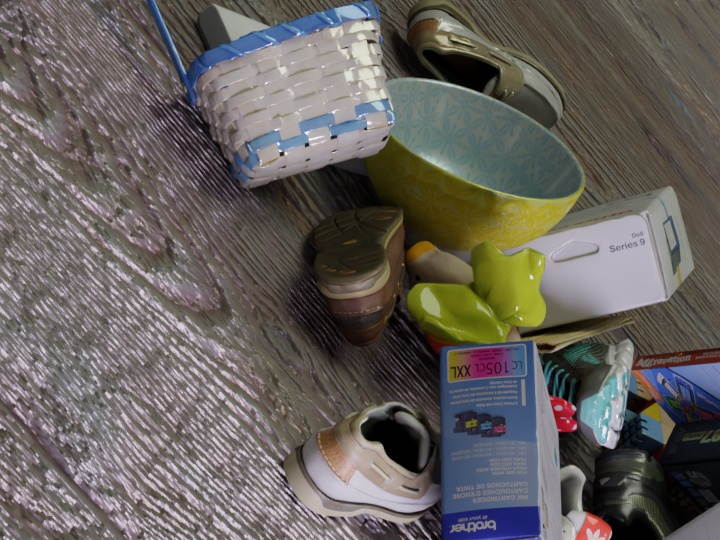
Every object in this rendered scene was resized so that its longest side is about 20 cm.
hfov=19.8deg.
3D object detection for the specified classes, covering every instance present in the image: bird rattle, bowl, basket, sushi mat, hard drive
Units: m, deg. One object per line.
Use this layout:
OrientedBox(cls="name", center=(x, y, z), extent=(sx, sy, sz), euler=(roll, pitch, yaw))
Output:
OrientedBox(cls="bird rattle", center=(0.103, 0.053, 1.675), extent=(0.163, 0.113, 0.200), euler=(40, -17, 45))
OrientedBox(cls="bowl", center=(0.083, -0.071, 1.784), extent=(0.200, 0.108, 0.200), euler=(18, 27, -10))
OrientedBox(cls="basket", center=(-0.067, -0.175, 1.625), extent=(0.139, 0.176, 0.201), euler=(144, -70, -78))
OrientedBox(cls="sushi mat", center=(0.165, 0.059, 1.819), extent=(0.200, 0.095, 0.012), euler=(-12, 94, -62))
OrientedBox(cls="hard drive", center=(-0.051, -0.152, 1.795), extent=(0.200, 0.027, 0.132), euler=(15, 44, -54))

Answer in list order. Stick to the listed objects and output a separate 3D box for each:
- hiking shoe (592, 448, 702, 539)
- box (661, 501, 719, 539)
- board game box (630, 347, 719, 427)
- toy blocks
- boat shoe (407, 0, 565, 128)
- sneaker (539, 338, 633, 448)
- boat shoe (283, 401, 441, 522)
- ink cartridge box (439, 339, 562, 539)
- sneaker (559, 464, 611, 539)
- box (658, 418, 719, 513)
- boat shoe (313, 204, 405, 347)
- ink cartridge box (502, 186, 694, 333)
OrientedBox(cls="hiking shoe", center=(0.256, 0.246, 1.766), extent=(0.200, 0.076, 0.101), euler=(45, 47, -24))
OrientedBox(cls="box", center=(0.324, 0.321, 1.645), extent=(0.199, 0.171, 0.200), euler=(32, 33, -37))
OrientedBox(cls="board game box", center=(0.327, 0.138, 1.769), extent=(0.200, 0.103, 0.019), euler=(47, 53, -29))
OrientedBox(cls="toy blocks", center=(0.284, 0.165, 1.890), extent=(0.136, 0.100, 0.200), euler=(25, 41, -25))
OrientedBox(cls="boat shoe", center=(0.126, -0.193, 2.094), extent=(0.200, 0.075, 0.069), euler=(31, 39, -24))
OrientedBox(cls="sneaker", center=(0.187, 0.104, 1.788), extent=(0.200, 0.091, 0.078), euler=(-38, 135, -79))
OrientedBox(cls="boat shoe", center=(0.026, 0.137, 1.497), extent=(0.075, 0.068, 0.200), euler=(57, 24, 16))
OrientedBox(cls="ink cartridge box", center=(0.103, 0.170, 1.488), extent=(0.137, 0.076, 0.201), euler=(70, 15, -51))
OrientedBox(cls="sneaker", center=(0.145, 0.227, 1.553), extent=(0.070, 0.093, 0.200), euler=(38, 28, -28))
OrientedBox(cls="box", center=(0.374, 0.201, 1.756), extent=(0.200, 0.157, 0.051), euler=(46, 54, -26))
OrientedBox(cls="boat shoe", center=(0.000, 0.000, 1.650), extent=(0.200, 0.072, 0.068), euler=(-77, 158, -69))
OrientedBox(cls="ink cartridge box", center=(0.216, -0.011, 1.880), extent=(0.200, 0.145, 0.088), euler=(-23, 98, -74))
